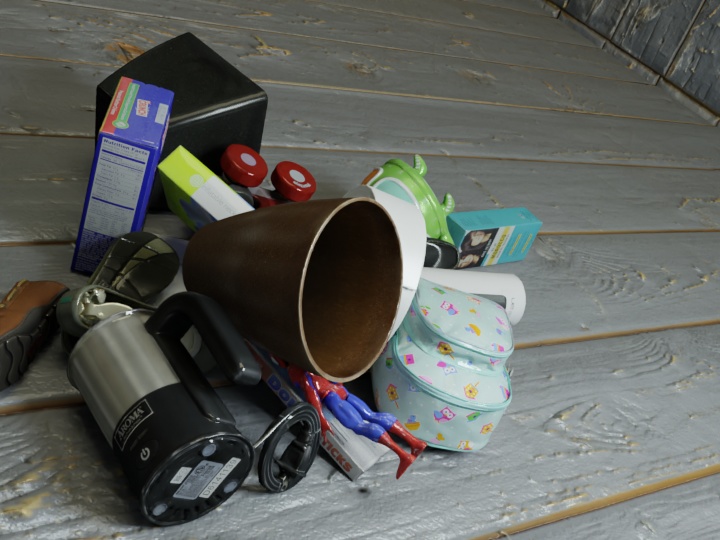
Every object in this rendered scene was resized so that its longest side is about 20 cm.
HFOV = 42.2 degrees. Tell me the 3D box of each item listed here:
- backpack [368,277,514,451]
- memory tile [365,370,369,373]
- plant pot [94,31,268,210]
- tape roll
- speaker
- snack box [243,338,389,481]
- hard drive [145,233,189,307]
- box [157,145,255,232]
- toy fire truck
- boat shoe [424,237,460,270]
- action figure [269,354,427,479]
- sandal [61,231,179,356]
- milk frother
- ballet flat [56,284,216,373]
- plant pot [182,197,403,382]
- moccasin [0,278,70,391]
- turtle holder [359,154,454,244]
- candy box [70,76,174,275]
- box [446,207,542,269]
[{"bbox_3d":[0.100,0.114,1.135,0.175,0.154,0.201,20,36,-16],"label":"backpack"},{"bbox_3d":[-0.085,0.074,1.168,0.199,0.017,0.153,3,38,-44],"label":"memory tile"},{"bbox_3d":[-0.273,-0.198,1.355,0.177,0.200,0.200,-26,54,-39],"label":"plant pot"},{"bbox_3d":[0.000,0.000,1.142,0.070,0.203,0.203,21,28,-22],"label":"tape roll"},{"bbox_3d":[0.140,0.038,1.350,0.199,0.082,0.081,5,34,-30],"label":"speaker"},{"bbox_3d":[-0.051,0.143,1.059,0.200,0.024,0.072,47,36,11],"label":"snack box"},{"bbox_3d":[-0.209,0.028,1.180,0.131,0.026,0.200,12,32,-20],"label":"hard drive"},{"bbox_3d":[-0.160,-0.053,1.153,0.200,0.122,0.048,41,71,11],"label":"box"},{"bbox_3d":[-0.138,-0.070,1.293,0.199,0.112,0.168,14,38,-35],"label":"toy fire truck"},{"bbox_3d":[0.053,-0.013,1.348,0.199,0.072,0.068,0,3,-13],"label":"boat shoe"},{"bbox_3d":[-0.022,0.146,1.017,0.200,0.052,0.065,41,31,11],"label":"action figure"},{"bbox_3d":[-0.284,0.028,1.080,0.080,0.057,0.201,42,48,-12],"label":"sandal"},{"bbox_3d":[-0.161,0.142,0.950,0.188,0.180,0.200,48,-5,36],"label":"milk frother"},{"bbox_3d":[-0.231,0.069,1.021,0.199,0.064,0.068,23,65,-31],"label":"ballet flat"},{"bbox_3d":[-0.087,0.007,0.991,0.199,0.188,0.187,9,20,32],"label":"plant pot"},{"bbox_3d":[-0.374,0.063,0.965,0.077,0.074,0.202,14,32,3],"label":"moccasin"},{"bbox_3d":[0.063,-0.072,1.443,0.131,0.186,0.141,-34,20,-18],"label":"turtle holder"},{"bbox_3d":[-0.298,-0.115,1.174,0.077,0.201,0.169,15,30,-12],"label":"candy box"},{"bbox_3d":[0.210,-0.054,1.545,0.199,0.083,0.049,-8,42,-42],"label":"box"}]
